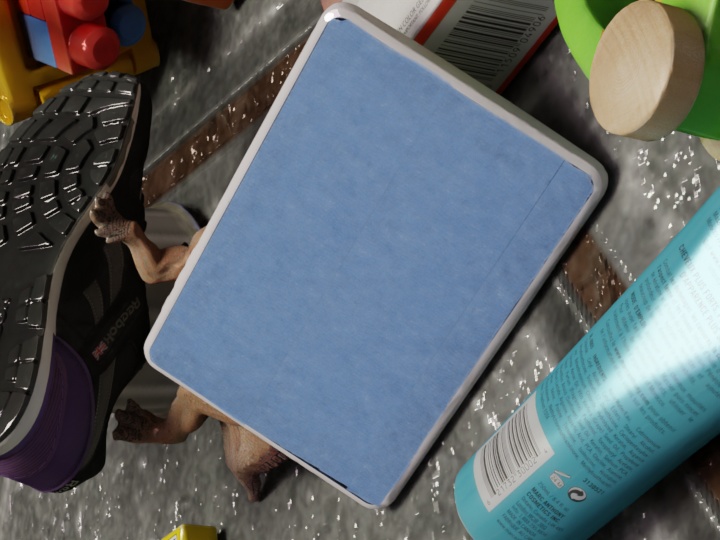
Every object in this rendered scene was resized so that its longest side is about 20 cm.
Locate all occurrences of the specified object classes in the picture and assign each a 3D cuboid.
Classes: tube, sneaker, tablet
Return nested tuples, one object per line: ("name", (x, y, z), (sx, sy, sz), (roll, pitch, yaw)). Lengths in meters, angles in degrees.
("tube", (0.107, 0.033, 0.656), (0.200, 0.050, 0.077), (-49, 64, 37))
("sneaker", (-0.135, 0.006, 0.895), (0.076, 0.088, 0.200), (3, 67, 34))
("tablet", (0.000, 0.000, 0.778), (0.200, 0.130, 0.014), (-59, -3, 32))

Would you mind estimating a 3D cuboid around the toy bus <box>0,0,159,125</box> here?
("toy bus", (-0.186, -0.179, 1.022), (0.192, 0.136, 0.200), (22, 130, 51))

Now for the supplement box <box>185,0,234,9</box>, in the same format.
("supplement box", (-0.097, -0.239, 0.999), (0.067, 0.069, 0.200), (-43, 48, 42))

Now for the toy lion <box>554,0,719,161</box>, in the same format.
("toy lion", (0.121, -0.164, 0.664), (0.200, 0.069, 0.192), (-66, 30, 25))

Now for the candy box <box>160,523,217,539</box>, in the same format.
("candy box", (-0.091, 0.237, 0.939), (0.102, 0.026, 0.200), (-36, 56, 46))

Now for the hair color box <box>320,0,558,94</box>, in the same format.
("hair color box", (0.023, -0.173, 0.806), (0.111, 0.064, 0.200), (-52, 43, 40))

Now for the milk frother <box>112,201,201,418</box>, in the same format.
("milk frother", (-0.179, -0.033, 0.961), (0.181, 0.188, 0.200), (54, 131, 41))

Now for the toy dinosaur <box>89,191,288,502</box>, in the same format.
("toy dinosaur", (-0.040, 0.026, 0.858), (0.135, 0.086, 0.200), (6, 106, 27))
